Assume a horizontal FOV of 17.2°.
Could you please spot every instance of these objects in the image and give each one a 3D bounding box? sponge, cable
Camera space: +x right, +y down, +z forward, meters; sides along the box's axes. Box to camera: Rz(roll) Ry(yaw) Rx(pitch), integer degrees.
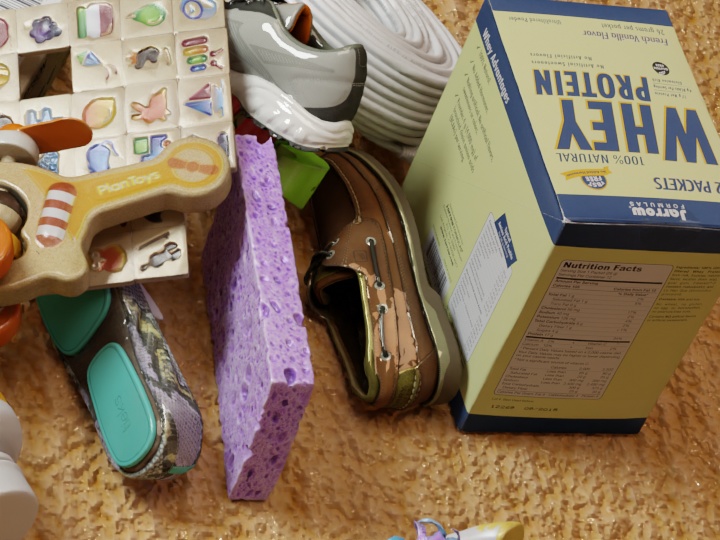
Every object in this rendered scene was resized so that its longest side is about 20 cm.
[{"bbox_3d":[-0.066,0.027,1.455,0.030,0.112,0.201,4,47,-17],"label":"sponge"},{"bbox_3d":[-0.014,-0.173,1.645,0.199,0.069,0.201,23,28,-48],"label":"cable"}]

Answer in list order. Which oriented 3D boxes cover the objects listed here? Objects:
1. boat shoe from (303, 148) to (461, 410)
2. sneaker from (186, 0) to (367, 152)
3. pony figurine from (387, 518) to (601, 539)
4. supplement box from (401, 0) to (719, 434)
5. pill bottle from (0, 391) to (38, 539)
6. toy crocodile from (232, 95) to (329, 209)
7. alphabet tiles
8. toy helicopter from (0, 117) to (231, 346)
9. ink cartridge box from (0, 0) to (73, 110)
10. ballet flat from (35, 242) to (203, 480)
[{"bbox_3d":[0.000,0.000,1.537,0.067,0.072,0.201,-5,51,-28],"label":"boat shoe"},{"bbox_3d":[-0.076,-0.150,1.527,0.199,0.080,0.074,30,17,22],"label":"sneaker"},{"bbox_3d":[0.060,0.210,1.331,0.199,0.168,0.193,-12,22,-27],"label":"pony figurine"},{"bbox_3d":[0.131,-0.034,1.532,0.133,0.201,0.201,2,48,-21],"label":"supplement box"},{"bbox_3d":[-0.262,0.074,1.329,0.109,0.110,0.200,-19,59,-35],"label":"pill bottle"},{"bbox_3d":[-0.081,-0.115,1.600,0.062,0.067,0.201,20,32,-52],"label":"toy crocodile"},{"bbox_3d":[-0.159,-0.081,1.463,0.166,0.008,0.202,-7,65,2],"label":"alphabet tiles"},{"bbox_3d":[-0.175,-0.044,1.416,0.198,0.079,0.133,-16,55,-14],"label":"toy helicopter"},{"bbox_3d":[-0.276,-0.171,1.580,0.164,0.075,0.201,24,45,-2],"label":"ink cartridge box"},{"bbox_3d":[-0.145,0.047,1.447,0.071,0.072,0.201,-7,52,-28],"label":"ballet flat"}]
